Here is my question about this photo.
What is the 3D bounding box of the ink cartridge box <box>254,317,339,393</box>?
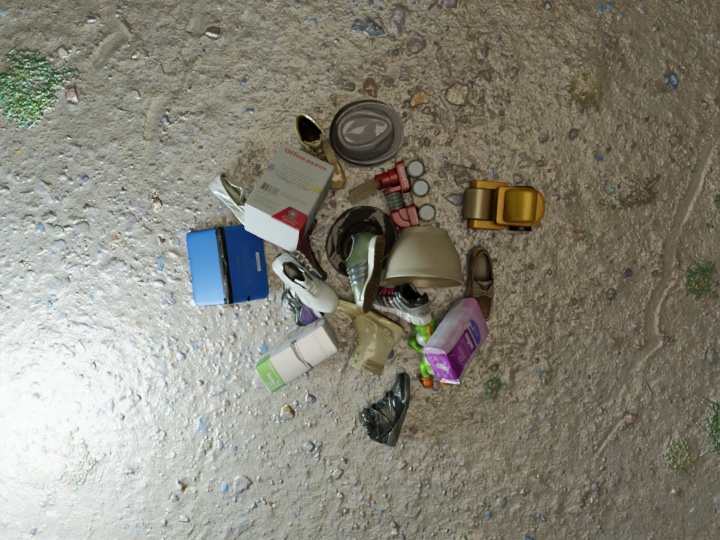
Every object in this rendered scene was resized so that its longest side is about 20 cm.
[{"bbox_3d":[-0.157,0.213,1.514,0.200,0.146,0.084,-32,93,1],"label":"ink cartridge box"}]

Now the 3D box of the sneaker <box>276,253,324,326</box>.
[{"bbox_3d":[-0.181,0.055,1.544,0.087,0.076,0.200,-30,93,6],"label":"sneaker"}]

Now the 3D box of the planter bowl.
[{"bbox_3d":[0.159,-0.036,1.494,0.200,0.200,0.135,3,81,-2],"label":"planter bowl"}]

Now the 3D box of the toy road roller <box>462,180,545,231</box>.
[{"bbox_3d":[0.370,-0.166,1.509,0.199,0.146,0.123,4,92,-2],"label":"toy road roller"}]

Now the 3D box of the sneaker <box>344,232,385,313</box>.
[{"bbox_3d":[0.000,0.000,1.482,0.090,0.067,0.201,17,104,30],"label":"sneaker"}]

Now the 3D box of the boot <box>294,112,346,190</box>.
[{"bbox_3d":[-0.101,-0.295,1.485,0.073,0.155,0.200,-28,93,-1],"label":"boot"}]

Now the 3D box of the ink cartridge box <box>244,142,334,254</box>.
[{"bbox_3d":[-0.174,-0.177,1.454,0.145,0.145,0.200,27,67,1],"label":"ink cartridge box"}]

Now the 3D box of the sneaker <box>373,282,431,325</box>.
[{"bbox_3d":[0.094,0.063,1.502,0.200,0.074,0.088,23,124,29],"label":"sneaker"}]

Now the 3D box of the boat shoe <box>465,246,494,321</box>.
[{"bbox_3d":[0.315,0.039,1.553,0.076,0.072,0.201,-7,96,-1],"label":"boat shoe"}]

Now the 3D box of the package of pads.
[{"bbox_3d":[0.246,0.174,1.497,0.200,0.076,0.121,-48,120,-35],"label":"package of pads"}]

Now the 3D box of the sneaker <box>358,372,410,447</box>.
[{"bbox_3d":[0.063,0.359,1.562,0.114,0.076,0.200,16,98,-9],"label":"sneaker"}]

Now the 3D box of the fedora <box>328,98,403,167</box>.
[{"bbox_3d":[0.017,-0.357,1.518,0.199,0.090,0.177,-4,93,-1],"label":"fedora"}]

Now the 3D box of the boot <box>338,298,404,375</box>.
[{"bbox_3d":[-0.004,0.173,1.547,0.200,0.073,0.156,27,91,-7],"label":"boot"}]

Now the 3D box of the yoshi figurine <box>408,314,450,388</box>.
[{"bbox_3d":[0.185,0.200,1.561,0.112,0.112,0.201,-23,110,-38],"label":"yoshi figurine"}]

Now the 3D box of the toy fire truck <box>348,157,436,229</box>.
[{"bbox_3d":[0.082,-0.182,1.518,0.199,0.129,0.177,-15,94,7],"label":"toy fire truck"}]

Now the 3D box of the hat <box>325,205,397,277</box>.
[{"bbox_3d":[0.003,-0.073,1.536,0.200,0.081,0.201,0,92,-1],"label":"hat"}]

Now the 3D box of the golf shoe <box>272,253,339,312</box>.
[{"bbox_3d":[-0.132,0.040,1.460,0.200,0.097,0.078,38,86,-12],"label":"golf shoe"}]

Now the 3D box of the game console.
[{"bbox_3d":[-0.350,-0.014,1.562,0.170,0.118,0.201,-9,94,-32],"label":"game console"}]

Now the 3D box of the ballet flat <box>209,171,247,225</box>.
[{"bbox_3d":[-0.305,-0.176,1.521,0.200,0.069,0.069,44,91,3],"label":"ballet flat"}]

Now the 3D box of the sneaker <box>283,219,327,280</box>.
[{"bbox_3d":[-0.134,-0.073,1.540,0.200,0.076,0.116,45,79,-10],"label":"sneaker"}]
